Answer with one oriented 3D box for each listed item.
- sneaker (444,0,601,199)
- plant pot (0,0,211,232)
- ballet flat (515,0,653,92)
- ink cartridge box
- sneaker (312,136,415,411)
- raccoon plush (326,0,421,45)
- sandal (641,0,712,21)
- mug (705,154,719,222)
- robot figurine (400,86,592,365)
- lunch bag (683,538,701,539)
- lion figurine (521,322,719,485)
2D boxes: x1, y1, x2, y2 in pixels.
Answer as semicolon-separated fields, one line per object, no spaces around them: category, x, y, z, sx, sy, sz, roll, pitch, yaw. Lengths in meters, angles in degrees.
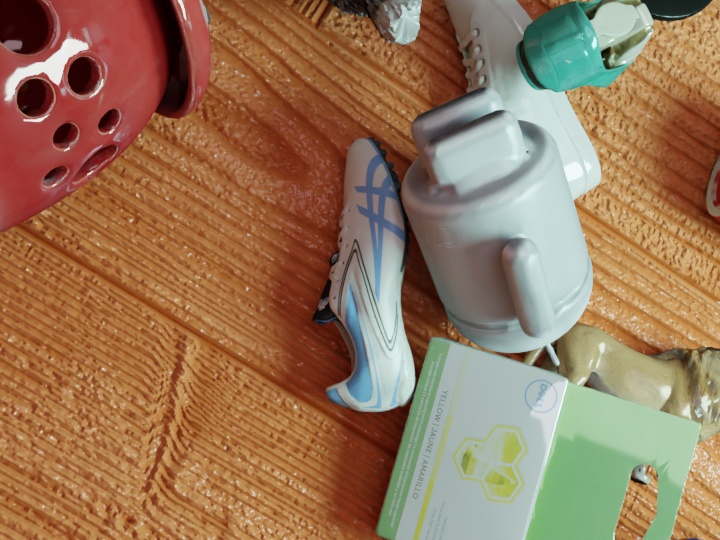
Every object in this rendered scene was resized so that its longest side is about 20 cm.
sneaker;0.105;-0.136;0.775;0.084;0.073;0.202;-29;87;-13
plant pot;-0.208;-0.151;0.627;0.182;0.200;0.202;-35;92;-25
ballet flat;0.182;-0.173;0.751;0.199;0.070;0.068;-31;99;-56
ink cartridge box;0.125;0.145;0.702;0.197;0.048;0.148;17;88;13
sneaker;0.000;0.000;0.727;0.071;0.072;0.204;-1;78;-7
raccoon plush;-0.033;-0.232;0.703;0.132;0.201;0.098;8;112;-14
sandal;0.220;-0.273;0.842;0.197;0.045;0.076;23;75;-11
mug;0.398;-0.055;0.838;0.198;0.178;0.135;26;112;-6
robot figurine;0.099;-0.025;0.709;0.111;0.170;0.202;-21;122;7
lunch bag;0.280;0.308;0.725;0.135;0.132;0.202;30;74;-9
lion figurine;0.202;0.086;0.770;0.198;0.072;0.124;27;72;-8
